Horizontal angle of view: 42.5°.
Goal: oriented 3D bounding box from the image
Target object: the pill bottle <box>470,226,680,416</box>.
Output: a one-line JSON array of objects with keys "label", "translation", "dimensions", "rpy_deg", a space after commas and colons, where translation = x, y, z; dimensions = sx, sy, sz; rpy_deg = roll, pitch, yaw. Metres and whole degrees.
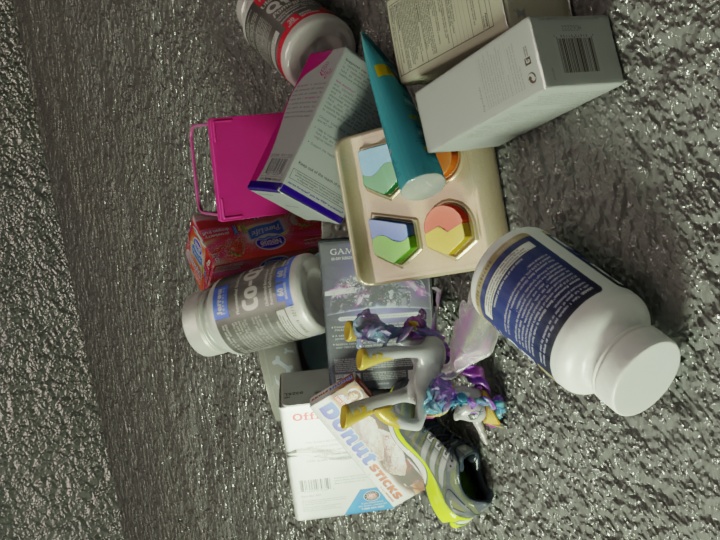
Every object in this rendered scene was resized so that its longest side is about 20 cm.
[{"label": "pill bottle", "translation": [0.205, 0.049, 0.891], "dimensions": [0.200, 0.111, 0.112], "rpy_deg": [44, 135, 47]}]

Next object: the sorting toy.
[{"label": "sorting toy", "translation": [0.066, -0.083, 1.078], "dimensions": [0.199, 0.036, 0.186], "rpy_deg": [-9, 91, 31]}]

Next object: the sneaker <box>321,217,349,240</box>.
[{"label": "sneaker", "translation": [0.000, 0.000, 1.244], "dimensions": [0.080, 0.076, 0.201], "rpy_deg": [-154, 39, -83]}]

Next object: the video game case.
[{"label": "video game case", "translation": [0.024, 0.055, 1.196], "dimensions": [0.019, 0.142, 0.201], "rpy_deg": [-74, -20, -80]}]

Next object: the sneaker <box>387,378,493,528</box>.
[{"label": "sneaker", "translation": [0.105, 0.222, 1.163], "dimensions": [0.081, 0.074, 0.201], "rpy_deg": [-36, 84, 46]}]

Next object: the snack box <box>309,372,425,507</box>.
[{"label": "snack box", "translation": [0.018, 0.225, 1.218], "dimensions": [0.200, 0.072, 0.024], "rpy_deg": [53, -167, -22]}]

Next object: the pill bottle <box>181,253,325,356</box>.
[{"label": "pill bottle", "translation": [-0.142, 0.053, 1.294], "dimensions": [0.199, 0.114, 0.114], "rpy_deg": [-16, 84, 24]}]

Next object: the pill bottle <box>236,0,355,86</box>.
[{"label": "pill bottle", "translation": [-0.099, -0.339, 1.307], "dimensions": [0.200, 0.110, 0.111], "rpy_deg": [47, 137, 43]}]

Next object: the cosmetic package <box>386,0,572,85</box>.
[{"label": "cosmetic package", "translation": [0.119, -0.270, 0.968], "dimensions": [0.200, 0.087, 0.104], "rpy_deg": [-9, 90, 62]}]

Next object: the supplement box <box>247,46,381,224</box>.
[{"label": "supplement box", "translation": [-0.046, -0.172, 1.185], "dimensions": [0.101, 0.103, 0.201], "rpy_deg": [13, 78, 59]}]

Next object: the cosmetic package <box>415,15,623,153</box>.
[{"label": "cosmetic package", "translation": [0.152, -0.182, 0.925], "dimensions": [0.200, 0.101, 0.072], "rpy_deg": [-22, 79, 59]}]

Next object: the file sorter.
[{"label": "file sorter", "translation": [-0.136, -0.156, 1.341], "dimensions": [0.125, 0.199, 0.140], "rpy_deg": [13, 110, 61]}]

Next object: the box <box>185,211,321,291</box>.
[{"label": "box", "translation": [-0.154, -0.035, 1.405], "dimensions": [0.100, 0.199, 0.096], "rpy_deg": [63, 149, 28]}]

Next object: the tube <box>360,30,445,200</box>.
[{"label": "tube", "translation": [0.043, -0.174, 1.034], "dimensions": [0.050, 0.077, 0.201], "rpy_deg": [-24, 63, 15]}]

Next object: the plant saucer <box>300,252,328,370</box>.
[{"label": "plant saucer", "translation": [-0.037, 0.072, 1.356], "dimensions": [0.201, 0.039, 0.202], "rpy_deg": [10, 102, 62]}]

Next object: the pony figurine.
[{"label": "pony figurine", "translation": [0.082, 0.103, 1.084], "dimensions": [0.166, 0.199, 0.194], "rpy_deg": [159, 115, -67]}]

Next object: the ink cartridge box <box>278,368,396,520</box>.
[{"label": "ink cartridge box", "translation": [-0.031, 0.238, 1.286], "dimensions": [0.084, 0.144, 0.201], "rpy_deg": [-100, 4, -62]}]

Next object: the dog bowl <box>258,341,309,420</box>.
[{"label": "dog bowl", "translation": [-0.118, 0.135, 1.441], "dimensions": [0.200, 0.058, 0.201], "rpy_deg": [167, 90, -90]}]
